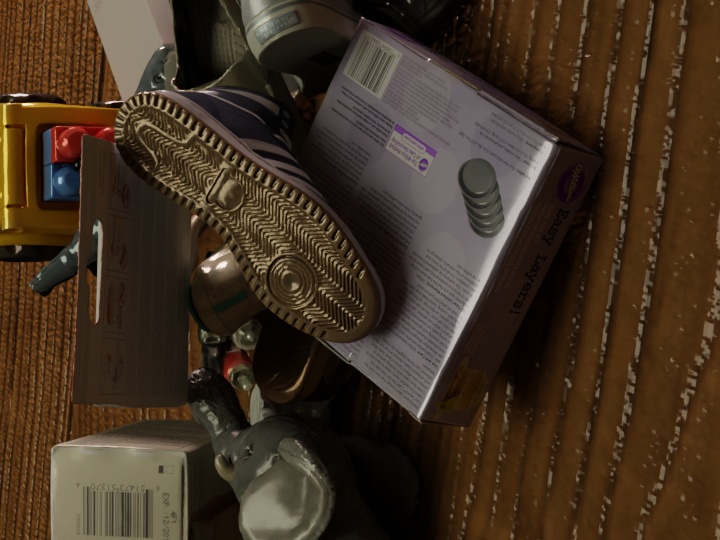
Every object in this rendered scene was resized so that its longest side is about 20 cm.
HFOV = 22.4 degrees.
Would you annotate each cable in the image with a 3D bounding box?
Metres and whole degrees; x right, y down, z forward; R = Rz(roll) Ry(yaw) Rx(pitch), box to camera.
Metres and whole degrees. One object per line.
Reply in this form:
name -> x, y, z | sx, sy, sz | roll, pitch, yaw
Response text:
cable -> -0.098, 0.044, 1.393 | 0.200, 0.050, 0.098 | -103, 10, -77

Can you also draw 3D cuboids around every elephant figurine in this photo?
elephant figurine -> -0.034, 0.155, 1.185 | 0.142, 0.154, 0.201 | 122, 141, -85

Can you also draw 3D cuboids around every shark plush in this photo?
shark plush -> -0.176, -0.066, 1.360 | 0.200, 0.083, 0.091 | -50, 5, 16

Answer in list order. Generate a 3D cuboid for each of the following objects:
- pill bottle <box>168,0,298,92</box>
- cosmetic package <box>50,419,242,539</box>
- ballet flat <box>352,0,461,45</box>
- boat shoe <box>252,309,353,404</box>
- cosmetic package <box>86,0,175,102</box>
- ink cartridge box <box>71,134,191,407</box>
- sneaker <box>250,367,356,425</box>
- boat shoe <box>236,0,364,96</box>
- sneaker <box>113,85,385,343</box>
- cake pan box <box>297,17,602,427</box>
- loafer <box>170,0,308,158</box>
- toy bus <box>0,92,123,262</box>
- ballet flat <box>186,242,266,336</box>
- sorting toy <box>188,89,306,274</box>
pill bottle -> -0.093, -0.225, 1.350 | 0.111, 0.110, 0.201 | -58, 40, 42
cosmetic package -> -0.145, 0.161, 1.325 | 0.200, 0.103, 0.088 | -4, -85, -78
ballet flat -> 0.014, -0.201, 1.230 | 0.057, 0.067, 0.200 | -43, 37, -2
boat shoe -> 0.000, 0.000, 1.206 | 0.072, 0.072, 0.201 | 34, 104, 41
cosmetic package -> -0.149, -0.207, 1.458 | 0.085, 0.107, 0.200 | -63, 39, 37
ink cartridge box -> -0.157, 0.006, 1.146 | 0.200, 0.047, 0.161 | 16, -105, -76
sneaker -> -0.045, 0.073, 1.292 | 0.081, 0.075, 0.201 | -126, 47, -64
boat shoe -> -0.030, -0.164, 1.178 | 0.070, 0.201, 0.072 | -23, 82, 12
sneaker -> -0.049, -0.042, 1.106 | 0.200, 0.108, 0.070 | 42, 112, 9
cake pan box -> 0.029, -0.033, 1.099 | 0.200, 0.052, 0.185 | 36, 106, 42
loafer -> -0.089, -0.117, 1.215 | 0.075, 0.068, 0.201 | -10, 98, 32
toy bus -> -0.211, -0.080, 1.459 | 0.192, 0.199, 0.137 | -9, 82, 62
ballet flat -> -0.064, -0.011, 1.288 | 0.062, 0.068, 0.200 | -26, 17, 22
sorting toy -> -0.123, -0.044, 1.370 | 0.185, 0.036, 0.200 | -46, 12, 51
